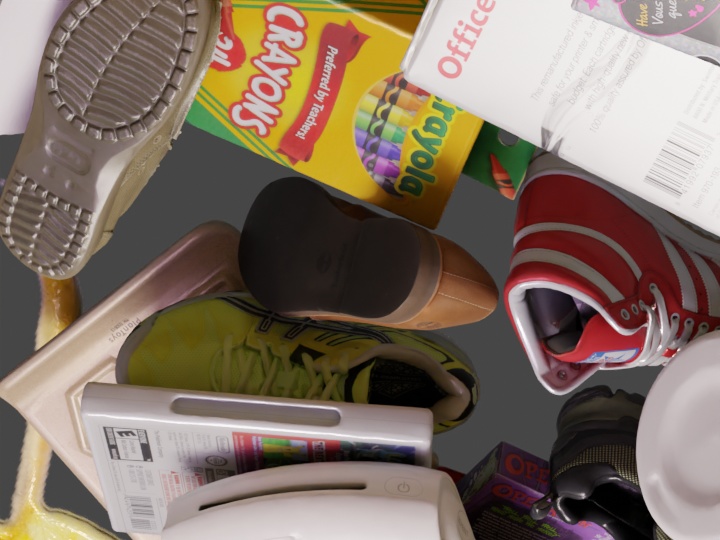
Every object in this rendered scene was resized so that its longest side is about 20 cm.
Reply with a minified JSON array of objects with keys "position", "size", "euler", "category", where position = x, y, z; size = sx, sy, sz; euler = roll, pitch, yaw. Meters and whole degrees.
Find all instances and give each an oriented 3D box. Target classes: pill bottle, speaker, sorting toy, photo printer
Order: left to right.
[{"position":[-0.161,-0.157,1.492],"size":[0.081,0.081,0.200],"euler":[28,140,-4],"category":"speaker"},{"position":[-0.081,0.085,1.696],"size":[0.185,0.037,0.200],"euler":[-36,105,26],"category":"sorting toy"},{"position":[-0.010,0.181,1.573],"size":[0.165,0.070,0.201],"euler":[-7,132,15],"category":"photo printer"},{"position":[0.244,0.100,1.494],"size":[0.199,0.112,0.111],"euler":[15,150,-38],"category":"pill bottle"}]

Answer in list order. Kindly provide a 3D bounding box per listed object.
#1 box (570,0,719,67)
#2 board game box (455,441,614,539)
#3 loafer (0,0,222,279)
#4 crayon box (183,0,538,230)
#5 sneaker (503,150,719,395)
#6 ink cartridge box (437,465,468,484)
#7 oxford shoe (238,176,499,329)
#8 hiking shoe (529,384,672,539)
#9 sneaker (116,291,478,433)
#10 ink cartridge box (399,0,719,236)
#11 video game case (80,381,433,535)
[{"position":[0.173,-0.190,1.201],"size":[0.114,0.201,0.133],"euler":[22,139,5],"category":"box"},{"position":[0.137,0.173,1.711],"size":[0.199,0.032,0.120],"euler":[26,144,-15],"category":"board game box"},{"position":[-0.125,-0.086,1.490],"size":[0.076,0.067,0.200],"euler":[36,125,2],"category":"loafer"},{"position":[0.000,-0.100,1.495],"size":[0.199,0.051,0.127],"euler":[23,139,1],"category":"crayon box"},{"position":[0.158,0.031,1.507],"size":[0.199,0.113,0.071],"euler":[30,136,-10],"category":"sneaker"},{"position":[0.003,0.172,1.782],"size":[0.199,0.050,0.163],"euler":[19,139,11],"category":"ink cartridge box"},{"position":[0.000,0.000,1.551],"size":[0.071,0.072,0.200],"euler":[18,-178,-34],"category":"oxford shoe"},{"position":[0.191,0.142,1.617],"size":[0.199,0.101,0.076],"euler":[19,140,7],"category":"hiking shoe"},{"position":[-0.031,0.051,1.593],"size":[0.198,0.076,0.076],"euler":[1,-178,-12],"category":"sneaker"},{"position":[0.138,-0.117,1.378],"size":[0.199,0.084,0.146],"euler":[26,134,-1],"category":"ink cartridge box"},{"position":[-0.052,0.109,1.599],"size":[0.181,0.023,0.200],"euler":[5,157,2],"category":"video game case"}]
